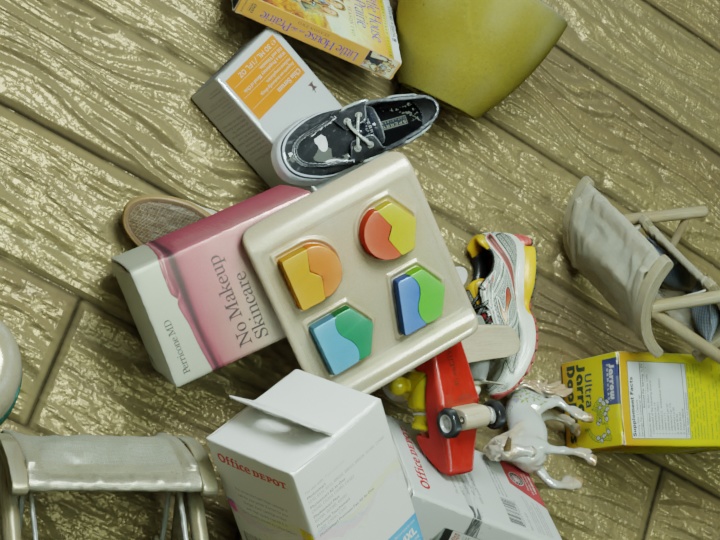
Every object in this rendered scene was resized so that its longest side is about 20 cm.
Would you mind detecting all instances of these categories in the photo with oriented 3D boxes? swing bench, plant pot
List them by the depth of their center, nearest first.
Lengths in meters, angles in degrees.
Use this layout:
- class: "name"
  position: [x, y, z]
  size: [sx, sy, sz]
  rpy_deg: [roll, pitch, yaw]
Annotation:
- class: "swing bench"
  position: [-0.243, 0.247, 1.380]
  size: [0.197, 0.129, 0.202]
  rpy_deg: [4, 77, -29]
- class: "plant pot"
  position: [0.116, -0.258, 1.689]
  size: [0.199, 0.200, 0.143]
  rpy_deg: [25, 94, -23]
- class: "swing bench"
  position: [0.352, 0.005, 1.729]
  size: [0.198, 0.199, 0.131]
  rpy_deg: [10, 117, -27]

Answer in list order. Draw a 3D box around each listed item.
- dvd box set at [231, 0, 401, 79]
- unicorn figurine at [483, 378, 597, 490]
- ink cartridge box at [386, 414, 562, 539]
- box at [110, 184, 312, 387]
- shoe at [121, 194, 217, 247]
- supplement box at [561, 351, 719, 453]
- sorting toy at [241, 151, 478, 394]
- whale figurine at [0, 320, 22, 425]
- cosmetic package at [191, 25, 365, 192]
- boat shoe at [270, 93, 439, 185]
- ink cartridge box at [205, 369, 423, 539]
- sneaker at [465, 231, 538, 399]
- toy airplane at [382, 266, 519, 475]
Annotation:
- class: "dvd box set"
  position: [-0.052, -0.298, 1.636]
  size: [0.199, 0.029, 0.147]
  rpy_deg: [21, 38, -24]
- class: "unicorn figurine"
  position: [0.196, 0.187, 1.657]
  size: [0.136, 0.200, 0.074]
  rpy_deg: [19, 110, -12]
- class: "ink cartridge box"
  position: [0.099, 0.252, 1.570]
  size: [0.199, 0.147, 0.083]
  rpy_deg: [24, 111, -23]
- class: "box"
  position: [-0.129, 0.012, 1.477]
  size: [0.199, 0.109, 0.129]
  rpy_deg: [-25, 104, -16]
- class: "shoe"
  position: [-0.159, -0.027, 1.549]
  size: [0.198, 0.053, 0.071]
  rpy_deg: [21, 90, -21]
- class: "supplement box"
  position: [0.351, 0.160, 1.763]
  size: [0.198, 0.109, 0.110]
  rpy_deg: [5, 77, -30]
- class: "sorting toy"
  position: [0.005, 0.012, 1.443]
  size: [0.184, 0.036, 0.201]
  rpy_deg: [-29, 103, -12]
- class: "whale figurine"
  position: [-0.410, 0.091, 1.359]
  size: [0.198, 0.104, 0.160]
  rpy_deg: [14, 57, -3]
- class: "cosmetic package"
  position: [-0.075, -0.152, 1.607]
  size: [0.200, 0.071, 0.102]
  rpy_deg: [48, 60, -13]
- class: "boat shoe"
  position: [-0.002, -0.144, 1.566]
  size: [0.199, 0.068, 0.072]
  rpy_deg: [-18, 88, -32]
- class: "ink cartridge box"
  position: [-0.044, 0.199, 1.402]
  size: [0.125, 0.128, 0.202]
  rpy_deg: [-36, 124, -34]
- class: "sneaker"
  position: [0.152, 0.051, 1.699]
  size: [0.081, 0.078, 0.202]
  rpy_deg: [12, 64, -23]
- class: "toy airplane"
  position: [0.064, 0.092, 1.555]
  size: [0.200, 0.141, 0.200]
  rpy_deg: [39, 55, -15]
